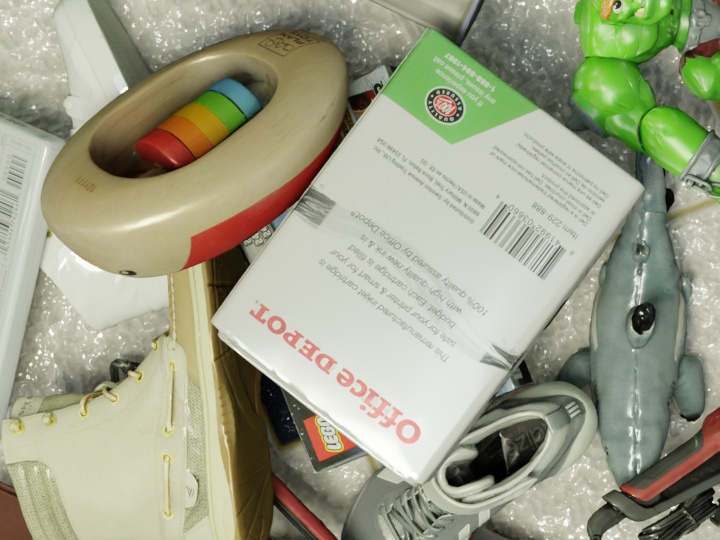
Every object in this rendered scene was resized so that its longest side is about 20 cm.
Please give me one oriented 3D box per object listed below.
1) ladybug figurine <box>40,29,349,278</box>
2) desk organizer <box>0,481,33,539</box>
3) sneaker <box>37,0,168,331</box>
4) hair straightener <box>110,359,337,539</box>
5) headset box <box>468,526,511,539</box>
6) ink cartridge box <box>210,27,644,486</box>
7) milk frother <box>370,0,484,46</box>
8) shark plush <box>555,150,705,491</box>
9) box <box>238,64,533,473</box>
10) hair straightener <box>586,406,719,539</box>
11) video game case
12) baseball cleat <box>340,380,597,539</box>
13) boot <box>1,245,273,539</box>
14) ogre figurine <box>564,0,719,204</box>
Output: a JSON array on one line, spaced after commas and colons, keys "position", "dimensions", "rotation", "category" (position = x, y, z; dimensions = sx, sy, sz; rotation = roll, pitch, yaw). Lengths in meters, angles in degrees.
[{"position": [-0.083, -0.062, 1.169], "dimensions": [0.200, 0.136, 0.072], "rotation": [-36, 130, -22], "category": "ladybug figurine"}, {"position": [-0.161, 0.207, 1.281], "dimensions": [0.199, 0.077, 0.072], "rotation": [20, 142, 26], "category": "desk organizer"}, {"position": [-0.164, -0.060, 1.261], "dimensions": [0.115, 0.074, 0.201], "rotation": [-22, 102, 10], "category": "sneaker"}, {"position": [-0.093, 0.134, 1.277], "dimensions": [0.077, 0.041, 0.200], "rotation": [-41, 76, -10], "category": "hair straightener"}, {"position": [0.102, 0.255, 1.251], "dimensions": [0.148, 0.200, 0.075], "rotation": [24, 136, 3], "category": "headset box"}, {"position": [0.036, -0.004, 1.147], "dimensions": [0.146, 0.084, 0.200], "rotation": [38, 89, 7], "category": "ink cartridge box"}, {"position": [-0.002, -0.222, 1.122], "dimensions": [0.187, 0.200, 0.181], "rotation": [25, 117, 2], "category": "milk frother"}, {"position": [0.171, 0.025, 1.225], "dimensions": [0.090, 0.083, 0.201], "rotation": [16, 106, 5], "category": "shark plush"}, {"position": [0.000, 0.000, 1.233], "dimensions": [0.136, 0.040, 0.201], "rotation": [-24, 83, 21], "category": "box"}, {"position": [0.204, 0.128, 1.217], "dimensions": [0.200, 0.041, 0.077], "rotation": [-34, 122, -25], "category": "hair straightener"}, {"position": [-0.273, -0.014, 1.285], "dimensions": [0.181, 0.024, 0.201], "rotation": [23, 108, 25], "category": "video game case"}, {"position": [0.045, 0.126, 1.238], "dimensions": [0.200, 0.106, 0.070], "rotation": [-41, 76, 27], "category": "baseball cleat"}, {"position": [-0.135, 0.068, 1.235], "dimensions": [0.154, 0.072, 0.201], "rotation": [-3, 96, 22], "category": "boot"}, {"position": [0.179, -0.138, 1.174], "dimensions": [0.119, 0.098, 0.201], "rotation": [6, 107, 4], "category": "ogre figurine"}]
